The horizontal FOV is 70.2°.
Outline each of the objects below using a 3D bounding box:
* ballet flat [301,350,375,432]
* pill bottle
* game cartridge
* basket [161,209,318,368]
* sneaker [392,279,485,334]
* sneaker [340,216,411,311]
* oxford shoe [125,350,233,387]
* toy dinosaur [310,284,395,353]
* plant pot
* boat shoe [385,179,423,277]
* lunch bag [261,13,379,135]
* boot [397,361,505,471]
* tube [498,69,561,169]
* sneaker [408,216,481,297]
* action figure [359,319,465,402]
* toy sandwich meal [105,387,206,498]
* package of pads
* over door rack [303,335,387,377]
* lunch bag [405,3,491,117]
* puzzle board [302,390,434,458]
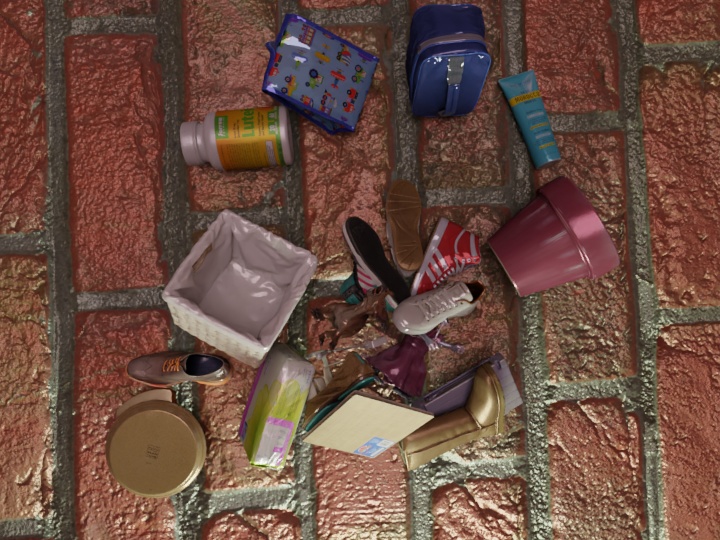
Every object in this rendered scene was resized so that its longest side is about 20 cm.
[{"bbox_3d":[-0.050,0.205,0.892,0.200,0.068,0.072,-51,59,36],"label":"ballet flat"},{"bbox_3d":[-0.234,-0.250,0.983,0.199,0.111,0.111,-6,88,-2],"label":"pill bottle"},{"bbox_3d":[0.209,0.258,0.995,0.200,0.038,0.130,-29,120,-3],"label":"game cartridge"},{"bbox_3d":[-0.210,0.040,0.922,0.200,0.161,0.199,28,62,0],"label":"basket"},{"bbox_3d":[0.146,0.054,0.933,0.200,0.085,0.073,-16,62,-35],"label":"sneaker"},{"bbox_3d":[0.000,0.000,0.976,0.200,0.121,0.084,58,43,-12],"label":"sneaker"},{"bbox_3d":[-0.348,0.179,0.974,0.199,0.073,0.072,-1,64,-6],"label":"oxford shoe"},{"bbox_3d":[-0.012,0.088,0.942,0.135,0.200,0.086,-17,87,-15],"label":"toy dinosaur"},{"bbox_3d":[0.348,-0.049,0.967,0.179,0.200,0.200,-30,89,13],"label":"plant pot"},{"bbox_3d":[0.080,-0.082,1.010,0.071,0.069,0.201,3,67,-7],"label":"boat shoe"},{"bbox_3d":[-0.086,-0.369,0.958,0.200,0.094,0.151,21,87,-33],"label":"lunch bag"},{"bbox_3d":[0.161,0.270,0.933,0.199,0.066,0.176,-17,117,-8],"label":"boot"},{"bbox_3d":[0.349,-0.307,1.041,0.077,0.050,0.201,-17,83,-10],"label":"tube"},{"bbox_3d":[0.167,0.004,1.008,0.112,0.071,0.200,23,85,2],"label":"sneaker"},{"bbox_3d":[0.107,0.146,1.004,0.149,0.134,0.200,21,75,37],"label":"action figure"},{"bbox_3d":[-0.390,0.330,0.983,0.204,0.070,0.206,0,92,-5],"label":"toy sandwich meal"},{"bbox_3d":[-0.158,0.243,0.943,0.068,0.154,0.201,19,87,-22],"label":"package of pads"},{"bbox_3d":[-0.020,0.210,0.946,0.200,0.067,0.148,-19,89,41],"label":"over door rack"},{"bbox_3d":[0.158,-0.374,0.964,0.135,0.200,0.133,-3,70,0],"label":"lunch bag"},{"bbox_3d":[0.008,0.268,0.884,0.150,0.200,0.017,21,45,-21],"label":"puzzle board"}]
